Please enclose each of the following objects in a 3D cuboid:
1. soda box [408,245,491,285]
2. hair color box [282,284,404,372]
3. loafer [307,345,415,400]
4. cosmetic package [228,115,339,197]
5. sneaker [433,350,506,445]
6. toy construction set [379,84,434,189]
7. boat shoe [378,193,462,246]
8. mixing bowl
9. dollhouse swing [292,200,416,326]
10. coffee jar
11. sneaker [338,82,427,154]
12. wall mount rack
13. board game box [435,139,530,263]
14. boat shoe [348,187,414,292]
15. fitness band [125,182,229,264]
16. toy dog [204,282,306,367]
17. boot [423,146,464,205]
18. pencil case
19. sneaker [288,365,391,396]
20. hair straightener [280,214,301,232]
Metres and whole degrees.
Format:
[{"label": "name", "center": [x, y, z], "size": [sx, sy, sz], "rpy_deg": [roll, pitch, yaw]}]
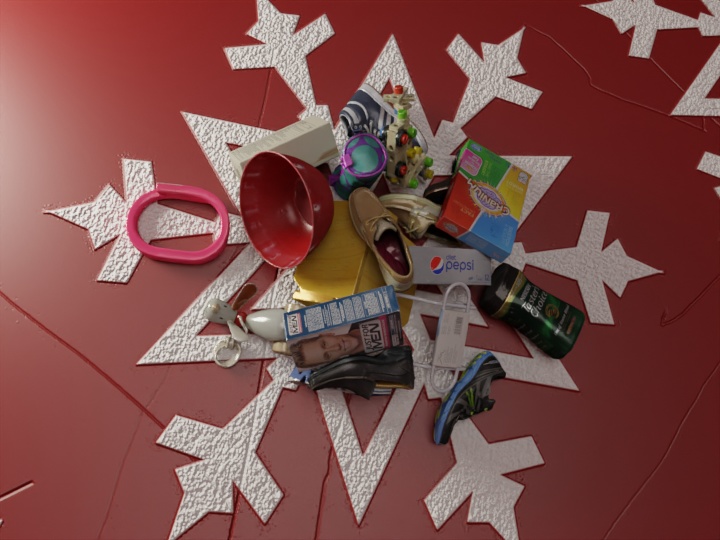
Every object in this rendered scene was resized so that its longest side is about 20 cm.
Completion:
[{"label": "soda box", "center": [0.157, -0.008, 1.109], "size": [0.194, 0.063, 0.071], "rpy_deg": [1, 89, -28]}, {"label": "hair color box", "center": [-0.027, 0.101, 0.997], "size": [0.193, 0.102, 0.062], "rpy_deg": [-14, 48, -1]}, {"label": "loafer", "center": [0.007, 0.183, 0.997], "size": [0.193, 0.073, 0.075], "rpy_deg": [-10, 72, -16]}, {"label": "cosmetic package", "center": [-0.150, -0.227, 1.144], "size": [0.195, 0.105, 0.073], "rpy_deg": [-27, 120, -14]}, {"label": "sneaker", "center": [0.205, 0.244, 1.090], "size": [0.082, 0.071, 0.200], "rpy_deg": [39, 70, 8]}, {"label": "toy construction set", "center": [0.087, -0.247, 1.127], "size": [0.090, 0.206, 0.131], "rpy_deg": [11, 38, 39]}, {"label": "boat shoe", "center": [0.123, -0.098, 1.165], "size": [0.193, 0.074, 0.069], "rpy_deg": [13, 68, -5]}, {"label": "mixing bowl", "center": [-0.117, -0.117, 1.051], "size": [0.107, 0.200, 0.204], "rpy_deg": [-21, 75, -45]}, {"label": "dollhouse swing", "center": [0.000, 0.000, 1.132], "size": [0.176, 0.176, 0.207], "rpy_deg": [5, 70, 29]}, {"label": "coffee jar", "center": [0.333, 0.077, 1.149], "size": [0.196, 0.086, 0.106], "rpy_deg": [33, 72, 2]}, {"label": "sneaker", "center": [0.042, -0.285, 1.215], "size": [0.200, 0.070, 0.108], "rpy_deg": [44, 73, 7]}, {"label": "wall mount rack", "center": [0.128, 0.115, 1.078], "size": [0.168, 0.074, 0.208], "rpy_deg": [8, 93, -28]}, {"label": "board game box", "center": [0.243, -0.138, 1.140], "size": [0.149, 0.040, 0.205], "rpy_deg": [26, 61, -7]}, {"label": "boat shoe", "center": [0.041, -0.064, 1.016], "size": [0.072, 0.067, 0.204], "rpy_deg": [-27, 77, -13]}, {"label": "fitness band", "center": [-0.348, -0.088, 1.119], "size": [0.192, 0.037, 0.149], "rpy_deg": [7, 76, -6]}, {"label": "toy dog", "center": [-0.185, 0.093, 1.059], "size": [0.192, 0.097, 0.137], "rpy_deg": [-7, 75, -11]}, {"label": "boot", "center": [0.201, -0.199, 1.221], "size": [0.194, 0.075, 0.099], "rpy_deg": [-15, 67, -23]}, {"label": "pencil case", "center": [-0.007, -0.194, 1.113], "size": [0.089, 0.200, 0.089], "rpy_deg": [-5, 85, -9]}, {"label": "sneaker", "center": [-0.029, 0.162, 1.072], "size": [0.192, 0.081, 0.120], "rpy_deg": [10, 75, -4]}, {"label": "hair straightener", "center": [-0.123, -0.089, 1.152], "size": [0.076, 0.041, 0.203], "rpy_deg": [-31, 86, -25]}]
